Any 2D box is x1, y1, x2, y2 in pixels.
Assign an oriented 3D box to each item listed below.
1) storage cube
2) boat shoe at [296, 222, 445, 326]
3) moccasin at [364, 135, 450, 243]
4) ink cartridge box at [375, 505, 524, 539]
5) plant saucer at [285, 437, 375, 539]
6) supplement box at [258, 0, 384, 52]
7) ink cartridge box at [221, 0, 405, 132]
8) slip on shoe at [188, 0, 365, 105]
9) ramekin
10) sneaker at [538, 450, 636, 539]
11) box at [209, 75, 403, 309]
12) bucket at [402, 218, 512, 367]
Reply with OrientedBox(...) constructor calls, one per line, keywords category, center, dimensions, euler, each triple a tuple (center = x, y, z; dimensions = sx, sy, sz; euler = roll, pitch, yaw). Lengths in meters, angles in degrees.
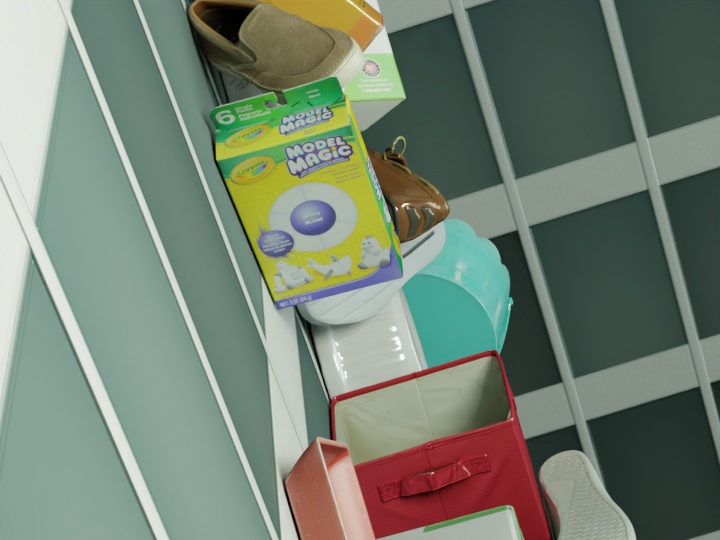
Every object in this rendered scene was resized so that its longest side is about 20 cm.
OrientedBox(category="storage cube", center=(0.080, 0.204, 1.795), dimensions=(0.200, 0.171, 0.180), euler=(-96, 168, -72))
OrientedBox(category="boat shoe", center=(0.000, 0.000, 1.878), dimensions=(0.200, 0.071, 0.072), euler=(-30, 108, -40))
OrientedBox(category="moccasin", center=(0.020, -0.088, 1.883), dimensions=(0.201, 0.078, 0.074), euler=(30, -49, 58))
OrientedBox(category="ink cartridge box", center=(0.082, 0.288, 1.630), dimensions=(0.200, 0.146, 0.083), euler=(65, 10, -58))
OrientedBox(category="plant saucer", center=(-0.008, 0.226, 1.418), dimensions=(0.200, 0.037, 0.200), euler=(54, 19, -82))
OrientedBox(category="supplement box", center=(-0.074, -0.259, 1.698), dimensions=(0.200, 0.067, 0.069), euler=(39, 15, -11))
OrientedBox(category="ink cartridge box", center=(-0.061, -0.233, 1.802), dimensions=(0.084, 0.145, 0.200), euler=(-35, -114, 52))
OrientedBox(category="slip on shoe", center=(-0.075, -0.193, 1.618), dimensions=(0.200, 0.076, 0.061), euler=(27, -20, 51))
OrientedBox(category="ramekin", center=(0.015, 0.092, 1.953), dimensions=(0.202, 0.094, 0.203), euler=(-17, 90, -87))
OrientedBox(category="sneaker", center=(0.220, 0.262, 1.731), dimensions=(0.201, 0.074, 0.118), euler=(-101, 166, -59))
OrientedBox(category="box", center=(-0.044, -0.065, 1.593), dimensions=(0.048, 0.117, 0.200), euler=(-96, 169, -51))
OrientedBox(category="bucket", center=(0.067, 0.052, 2.152), dimensions=(0.135, 0.207, 0.207), euler=(-79, 153, -62))
